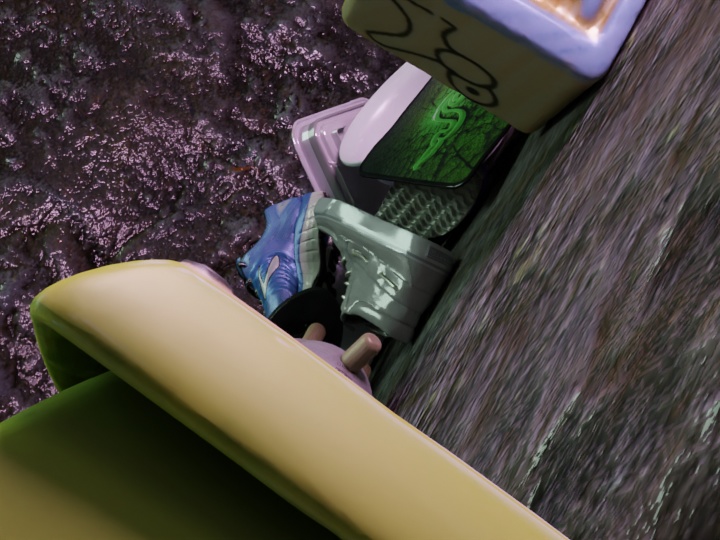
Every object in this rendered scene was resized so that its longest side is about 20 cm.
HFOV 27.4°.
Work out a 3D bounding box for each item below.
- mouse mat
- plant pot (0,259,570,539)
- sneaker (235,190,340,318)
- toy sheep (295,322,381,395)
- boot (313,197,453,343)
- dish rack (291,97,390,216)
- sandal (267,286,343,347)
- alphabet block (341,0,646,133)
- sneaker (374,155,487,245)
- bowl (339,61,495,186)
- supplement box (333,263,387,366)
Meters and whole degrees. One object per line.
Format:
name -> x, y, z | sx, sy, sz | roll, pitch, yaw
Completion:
mouse mat -> 0.097, -0.153, 1.331 | 0.200, 0.008, 0.161 | -52, 32, -18
plant pot -> -0.048, 0.118, 0.379 | 0.182, 0.200, 0.199 | -55, 1, -14
sneaker -> -0.072, 0.021, 1.403 | 0.079, 0.089, 0.200 | 52, -142, -54
toy sheep -> -0.053, 0.113, 1.140 | 0.200, 0.138, 0.138 | -51, 6, 25
boot -> 0.000, 0.000, 1.304 | 0.200, 0.074, 0.096 | 26, 90, 59
dish rack -> 0.017, -0.103, 1.583 | 0.044, 0.172, 0.200 | -23, 3, 32
sandal -> -0.077, 0.106, 1.306 | 0.201, 0.075, 0.048 | -54, 23, -5
alphabet block -> 0.117, -0.244, 1.105 | 0.197, 0.195, 0.200 | -59, 4, -8
sneaker -> 0.066, -0.062, 1.394 | 0.100, 0.070, 0.200 | -40, -5, -43
bowl -> 0.081, -0.148, 1.469 | 0.201, 0.090, 0.201 | -39, 21, 18
supplement box -> -0.032, 0.061, 1.534 | 0.103, 0.101, 0.200 | -60, 3, -11
